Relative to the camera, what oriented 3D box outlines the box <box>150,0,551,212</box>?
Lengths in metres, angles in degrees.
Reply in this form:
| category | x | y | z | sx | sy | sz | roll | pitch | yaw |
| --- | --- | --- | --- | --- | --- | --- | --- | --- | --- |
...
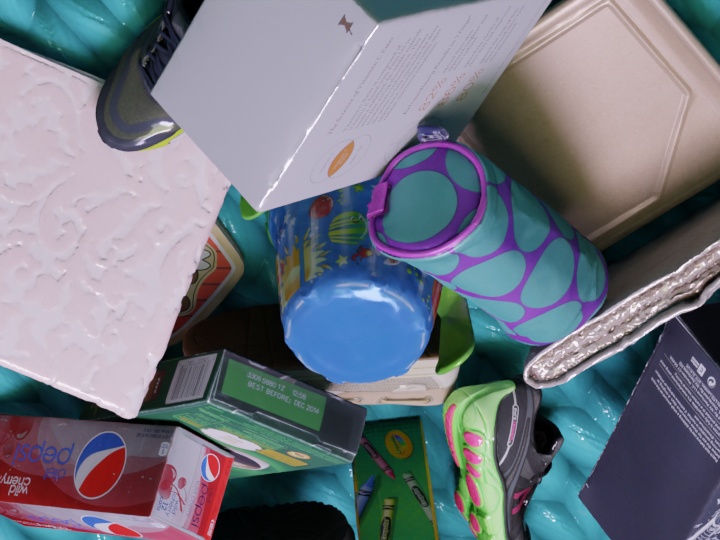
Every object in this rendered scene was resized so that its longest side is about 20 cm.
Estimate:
| category | x | y | z | sx | sy | sz | roll | pitch | yaw |
| --- | --- | --- | --- | --- | --- | --- | --- | --- | --- |
| box | -0.001 | -0.140 | 1.488 | 0.106 | 0.200 | 0.152 | 47 | 124 | 18 |

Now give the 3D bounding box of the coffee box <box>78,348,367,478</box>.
| category | x | y | z | sx | sy | sz | roll | pitch | yaw |
| --- | --- | --- | --- | --- | --- | --- | --- | --- | --- |
| coffee box | -0.099 | 0.102 | 1.718 | 0.123 | 0.044 | 0.200 | 24 | 160 | -26 |

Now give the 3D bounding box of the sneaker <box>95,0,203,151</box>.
| category | x | y | z | sx | sy | sz | roll | pitch | yaw |
| --- | --- | --- | --- | --- | --- | --- | --- | --- | --- |
| sneaker | -0.105 | -0.149 | 1.549 | 0.074 | 0.081 | 0.200 | 49 | 114 | 12 |

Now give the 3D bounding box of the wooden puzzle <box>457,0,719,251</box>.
| category | x | y | z | sx | sy | sz | roll | pitch | yaw |
| --- | --- | --- | --- | --- | --- | --- | --- | --- | --- |
| wooden puzzle | 0.152 | -0.100 | 1.646 | 0.200 | 0.037 | 0.185 | -29 | 125 | 26 |

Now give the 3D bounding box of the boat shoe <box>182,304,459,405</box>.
| category | x | y | z | sx | sy | sz | roll | pitch | yaw |
| --- | --- | --- | --- | --- | --- | --- | --- | --- | --- |
| boat shoe | -0.027 | 0.069 | 1.752 | 0.199 | 0.072 | 0.065 | 0 | 128 | -10 |

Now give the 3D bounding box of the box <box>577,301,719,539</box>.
| category | x | y | z | sx | sy | sz | roll | pitch | yaw |
| --- | --- | --- | --- | --- | --- | --- | --- | --- | --- |
| box | 0.283 | 0.114 | 1.729 | 0.199 | 0.104 | 0.182 | -9 | 138 | -34 |

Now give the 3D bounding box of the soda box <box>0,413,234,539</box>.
| category | x | y | z | sx | sy | sz | roll | pitch | yaw |
| --- | --- | --- | --- | --- | --- | --- | --- | --- | --- |
| soda box | -0.185 | 0.146 | 1.740 | 0.199 | 0.070 | 0.063 | 1 | 158 | 43 |

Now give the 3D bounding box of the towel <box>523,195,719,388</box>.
| category | x | y | z | sx | sy | sz | roll | pitch | yaw |
| --- | --- | --- | --- | --- | --- | --- | --- | --- | --- |
| towel | 0.203 | 0.006 | 1.672 | 0.200 | 0.133 | 0.035 | -33 | 97 | 23 |

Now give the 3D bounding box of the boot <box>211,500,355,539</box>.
| category | x | y | z | sx | sy | sz | roll | pitch | yaw |
| --- | --- | --- | --- | --- | --- | --- | --- | --- | --- |
| boot | -0.038 | 0.253 | 1.819 | 0.079 | 0.211 | 0.158 | -35 | 103 | -24 |

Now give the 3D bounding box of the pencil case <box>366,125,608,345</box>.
| category | x | y | z | sx | sy | sz | roll | pitch | yaw |
| --- | --- | --- | --- | --- | --- | --- | --- | --- | --- |
| pencil case | 0.082 | -0.017 | 1.572 | 0.092 | 0.085 | 0.200 | 15 | 170 | 33 |

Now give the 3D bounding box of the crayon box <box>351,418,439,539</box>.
| category | x | y | z | sx | sy | sz | roll | pitch | yaw |
| --- | --- | --- | --- | --- | --- | --- | --- | --- | --- |
| crayon box | 0.031 | 0.218 | 1.790 | 0.058 | 0.200 | 0.119 | -7 | 129 | 0 |

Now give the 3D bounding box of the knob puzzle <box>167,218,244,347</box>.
| category | x | y | z | sx | sy | sz | roll | pitch | yaw |
| --- | --- | --- | --- | --- | --- | --- | --- | --- | --- |
| knob puzzle | -0.180 | 0.000 | 1.712 | 0.219 | 0.031 | 0.220 | -1 | 129 | -2 |

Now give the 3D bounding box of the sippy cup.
| category | x | y | z | sx | sy | sz | roll | pitch | yaw |
| --- | --- | --- | --- | --- | --- | --- | --- | --- | --- |
| sippy cup | 0.000 | 0.000 | 1.648 | 0.177 | 0.131 | 0.140 | 10 | 132 | -5 |

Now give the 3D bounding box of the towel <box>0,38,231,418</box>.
| category | x | y | z | sx | sy | sz | roll | pitch | yaw |
| --- | --- | --- | --- | --- | --- | --- | --- | --- | --- |
| towel | -0.196 | -0.028 | 1.616 | 0.190 | 0.032 | 0.201 | 23 | 85 | -18 |

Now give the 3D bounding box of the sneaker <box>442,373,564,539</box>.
| category | x | y | z | sx | sy | sz | roll | pitch | yaw |
| --- | --- | --- | --- | --- | --- | --- | --- | --- | --- |
| sneaker | 0.113 | 0.149 | 1.815 | 0.084 | 0.077 | 0.200 | -25 | 145 | -13 |
